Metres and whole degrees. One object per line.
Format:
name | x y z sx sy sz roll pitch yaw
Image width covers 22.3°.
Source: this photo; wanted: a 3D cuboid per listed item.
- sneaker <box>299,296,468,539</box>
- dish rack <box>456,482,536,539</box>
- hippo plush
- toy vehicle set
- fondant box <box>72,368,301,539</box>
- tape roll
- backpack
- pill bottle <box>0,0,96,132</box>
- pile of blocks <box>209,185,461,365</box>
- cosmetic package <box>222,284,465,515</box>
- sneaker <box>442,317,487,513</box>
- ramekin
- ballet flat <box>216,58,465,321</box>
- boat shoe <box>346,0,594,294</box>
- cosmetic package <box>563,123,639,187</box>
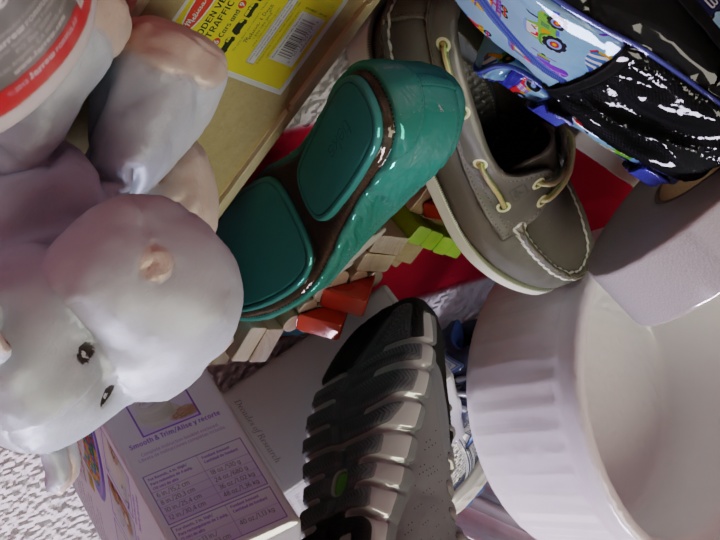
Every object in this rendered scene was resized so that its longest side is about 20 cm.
sneaker | 0.029 0.119 0.924 0.075 0.201 0.115 -23 129 40
dish rack | 0.150 0.127 1.176 0.199 0.171 0.044 -14 107 -32
hippo plush | -0.131 -0.016 0.706 0.199 0.161 0.160 -22 127 -4
toy vehicle set | -0.055 -0.117 0.809 0.124 0.027 0.200 17 117 -51
fondant box | -0.094 0.094 0.855 0.058 0.200 0.145 -23 142 -19
tape roll | 0.192 -0.057 0.867 0.203 0.037 0.203 -45 -175 5
backpack | 0.110 -0.154 0.794 0.134 0.199 0.183 -31 -146 64
pill bottle | -0.172 -0.139 0.600 0.114 0.114 0.200 -34 145 -7
pile of blocks | 0.000 0.000 0.961 0.200 0.062 0.082 -37 145 -3
cosmetic package | -0.044 0.105 1.013 0.200 0.071 0.102 -33 157 -7
sneaker | 0.059 0.073 1.103 0.200 0.077 0.085 -44 136 -7
ramekin | 0.151 0.069 1.032 0.200 0.202 0.097 1 171 -44
ballet flat | -0.008 -0.033 0.865 0.070 0.068 0.200 -9 158 -33
boat shoe | 0.068 -0.059 0.898 0.202 0.060 0.072 51 49 -36
cosmetic package | 0.177 -0.145 0.954 0.200 0.073 0.103 -48 145 12
